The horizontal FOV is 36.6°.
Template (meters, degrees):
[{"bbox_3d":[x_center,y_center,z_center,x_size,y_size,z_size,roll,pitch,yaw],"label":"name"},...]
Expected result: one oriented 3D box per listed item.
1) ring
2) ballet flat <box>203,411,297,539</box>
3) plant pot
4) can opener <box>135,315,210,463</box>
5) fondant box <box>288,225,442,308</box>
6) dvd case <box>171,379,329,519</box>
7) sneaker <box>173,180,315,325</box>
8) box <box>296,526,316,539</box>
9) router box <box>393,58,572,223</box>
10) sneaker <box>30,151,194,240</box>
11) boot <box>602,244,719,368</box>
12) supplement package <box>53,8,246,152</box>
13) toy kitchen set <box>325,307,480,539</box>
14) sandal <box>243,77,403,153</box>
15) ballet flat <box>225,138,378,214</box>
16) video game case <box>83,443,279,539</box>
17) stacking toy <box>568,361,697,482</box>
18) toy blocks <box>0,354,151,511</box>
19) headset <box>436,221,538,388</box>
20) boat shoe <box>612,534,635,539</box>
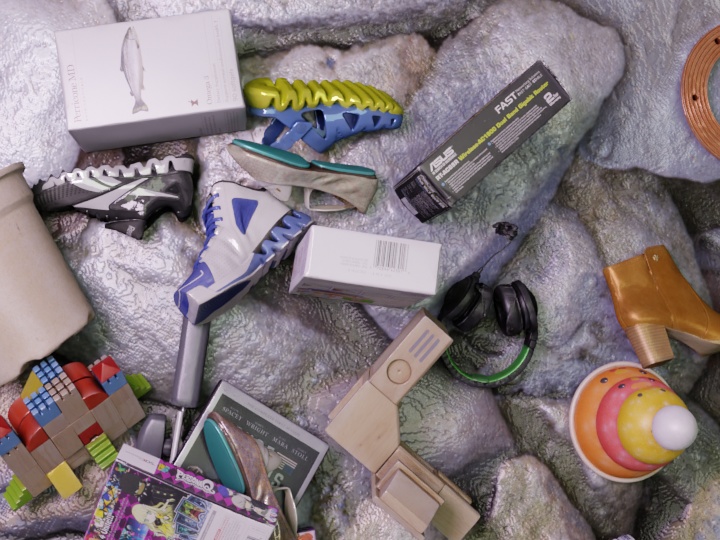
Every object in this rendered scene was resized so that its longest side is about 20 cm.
[{"bbox_3d":[0.509,-0.229,1.420,0.198,0.019,0.203,1,85,-10],"label":"ring"},{"bbox_3d":[-0.112,0.240,1.197,0.067,0.068,0.202,-23,99,-33],"label":"ballet flat"},{"bbox_3d":[-0.393,0.016,1.177,0.200,0.200,0.184,-37,98,-10],"label":"plant pot"},{"bbox_3d":[-0.212,0.141,1.256,0.066,0.053,0.203,12,83,-6],"label":"can opener"},{"bbox_3d":[0.000,0.000,1.227,0.142,0.200,0.059,8,81,-8],"label":"fondant box"},{"bbox_3d":[-0.145,0.247,1.226,0.149,0.025,0.201,32,78,-12],"label":"dvd case"},{"bbox_3d":[-0.157,-0.033,1.262,0.115,0.081,0.199,43,56,8],"label":"sneaker"},{"bbox_3d":[-0.140,0.380,1.250,0.197,0.039,0.139,-8,85,-9],"label":"box"},{"bbox_3d":[0.141,-0.149,1.289,0.200,0.150,0.062,-42,92,-10],"label":"router box"},{"bbox_3d":[-0.284,-0.077,1.259,0.197,0.066,0.092,-10,84,-12],"label":"sneaker"},{"bbox_3d":[0.405,0.035,1.356,0.199,0.071,0.146,-9,73,-21],"label":"boot"},{"bbox_3d":[-0.237,-0.216,1.251,0.197,0.117,0.119,-9,86,-6],"label":"supplement package"},{"bbox_3d":[0.087,0.184,1.222,0.200,0.163,0.181,41,95,-3],"label":"toy kitchen set"},{"bbox_3d":[-0.045,-0.182,1.310,0.197,0.080,0.088,1,114,-13],"label":"sandal"},{"bbox_3d":[-0.068,-0.103,1.274,0.198,0.067,0.063,10,104,-26],"label":"ballet flat"},{"bbox_3d":[-0.205,0.301,1.159,0.179,0.036,0.202,23,115,-5],"label":"video game case"},{"bbox_3d":[0.339,0.178,1.262,0.144,0.200,0.148,1,84,-9],"label":"stacking toy"},{"bbox_3d":[-0.324,0.154,1.180,0.199,0.137,0.100,-36,57,-18],"label":"toy blocks"},{"bbox_3d":[0.159,0.042,1.302,0.122,0.094,0.203,7,95,-8],"label":"headset"},{"bbox_3d":[0.318,0.427,1.298,0.085,0.075,0.204,-17,85,-10],"label":"boat shoe"}]
